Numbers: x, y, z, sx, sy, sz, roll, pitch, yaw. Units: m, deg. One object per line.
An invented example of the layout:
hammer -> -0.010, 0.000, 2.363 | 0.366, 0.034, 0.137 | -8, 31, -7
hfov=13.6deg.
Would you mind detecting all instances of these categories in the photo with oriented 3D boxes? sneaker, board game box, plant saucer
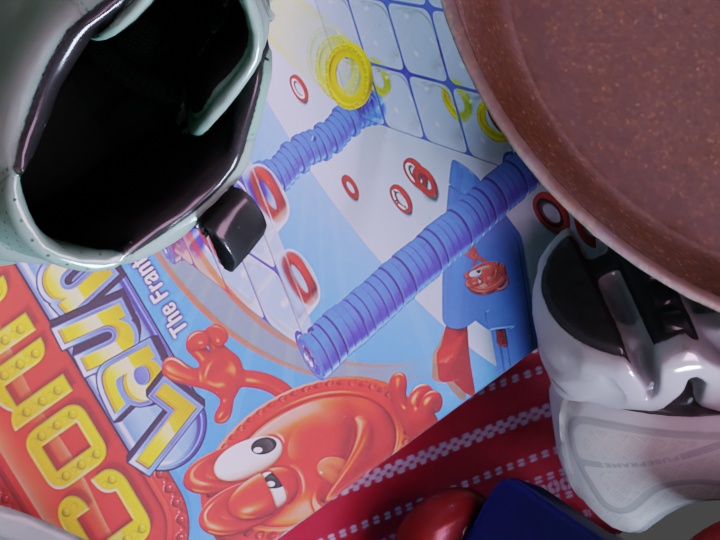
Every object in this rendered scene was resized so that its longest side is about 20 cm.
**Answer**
sneaker -> -0.024, -0.082, 0.639 | 0.074, 0.118, 0.201 | 34, 83, -25
board game box -> -0.044, -0.040, 0.734 | 0.196, 0.056, 0.200 | -36, 112, -16
sneaker -> 0.142, 0.020, 0.757 | 0.199, 0.075, 0.081 | -6, 128, -3
plant saucer -> 0.108, -0.072, 0.723 | 0.200, 0.037, 0.201 | 5, 69, -13

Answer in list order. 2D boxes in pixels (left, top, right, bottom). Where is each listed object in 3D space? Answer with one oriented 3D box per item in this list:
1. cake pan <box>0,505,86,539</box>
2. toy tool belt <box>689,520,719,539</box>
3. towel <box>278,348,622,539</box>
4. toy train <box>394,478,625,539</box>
cake pan -> -0.120, 0.133, 0.702 | 0.199, 0.037, 0.201 | -4, 113, -9
toy tool belt -> 0.178, 0.110, 0.747 | 0.199, 0.125, 0.123 | -4, 68, -34
towel -> 0.000, 0.000, 0.810 | 0.144, 0.022, 0.201 | -17, 105, -28
toy train -> 0.034, 0.161, 0.823 | 0.116, 0.085, 0.200 | 21, 99, -53
